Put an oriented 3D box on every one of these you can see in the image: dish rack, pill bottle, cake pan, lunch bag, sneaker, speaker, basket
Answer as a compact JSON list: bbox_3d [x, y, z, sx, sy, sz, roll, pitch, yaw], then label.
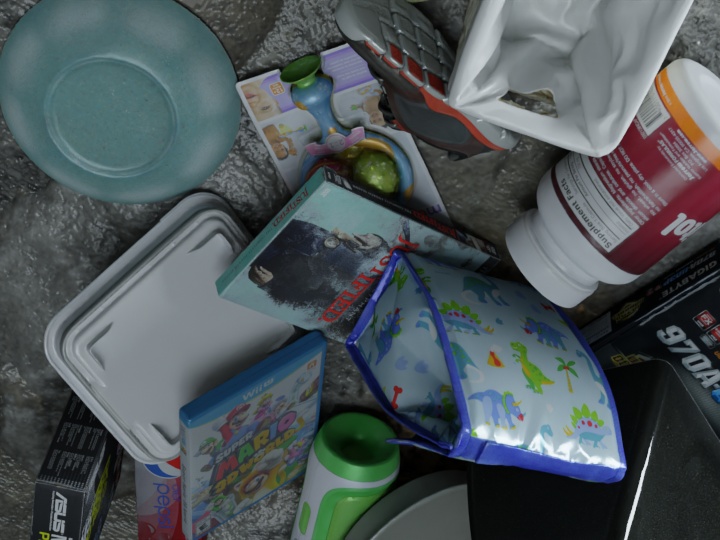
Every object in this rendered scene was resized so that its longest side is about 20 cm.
[{"bbox_3d":[-0.145,0.054,1.245,0.200,0.044,0.172,-43,118,-14],"label":"dish rack"},{"bbox_3d":[0.214,-0.063,1.169,0.113,0.113,0.200,38,119,-20],"label":"pill bottle"},{"bbox_3d":[0.056,0.262,1.385,0.200,0.037,0.201,-22,137,-22],"label":"cake pan"},{"bbox_3d":[0.105,0.094,1.197,0.170,0.200,0.128,13,115,-31],"label":"lunch bag"},{"bbox_3d":[0.038,-0.136,1.136,0.082,0.077,0.200,-27,135,32],"label":"sneaker"},{"bbox_3d":[-0.019,0.231,1.392,0.088,0.089,0.200,11,125,-4],"label":"speaker"},{"bbox_3d":[0.155,-0.207,1.071,0.135,0.124,0.200,17,122,-7],"label":"basket"}]

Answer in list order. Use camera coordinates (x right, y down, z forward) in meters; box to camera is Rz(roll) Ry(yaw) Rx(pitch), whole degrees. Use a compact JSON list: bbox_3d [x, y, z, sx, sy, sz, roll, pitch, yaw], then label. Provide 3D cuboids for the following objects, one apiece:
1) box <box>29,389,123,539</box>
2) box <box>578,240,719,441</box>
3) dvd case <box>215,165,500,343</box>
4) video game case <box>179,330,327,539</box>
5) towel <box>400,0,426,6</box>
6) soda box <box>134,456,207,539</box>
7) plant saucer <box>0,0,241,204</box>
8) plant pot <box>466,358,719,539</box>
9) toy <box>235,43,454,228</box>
[{"bbox_3d":[-0.245,0.182,1.307,0.044,0.200,0.161,12,123,-2],"label":"box"},{"bbox_3d":[0.307,0.089,1.302,0.159,0.046,0.200,-34,115,24],"label":"box"},{"bbox_3d":[0.000,0.000,1.236,0.200,0.022,0.146,22,124,-38],"label":"dvd case"},{"bbox_3d":[-0.095,0.148,1.301,0.143,0.018,0.200,-29,149,-26],"label":"video game case"},{"bbox_3d":[-0.034,-0.275,1.090,0.199,0.037,0.149,8,123,0],"label":"towel"},{"bbox_3d":[-0.173,0.176,1.376,0.063,0.070,0.201,5,124,1],"label":"soda box"},{"bbox_3d":[-0.197,-0.131,1.194,0.200,0.039,0.202,2,123,3],"label":"plant saucer"},{"bbox_3d":[0.205,0.223,1.286,0.199,0.178,0.200,-15,127,34],"label":"plant pot"},{"bbox_3d":[-0.011,-0.081,1.210,0.115,0.047,0.200,-17,120,16],"label":"toy"}]
